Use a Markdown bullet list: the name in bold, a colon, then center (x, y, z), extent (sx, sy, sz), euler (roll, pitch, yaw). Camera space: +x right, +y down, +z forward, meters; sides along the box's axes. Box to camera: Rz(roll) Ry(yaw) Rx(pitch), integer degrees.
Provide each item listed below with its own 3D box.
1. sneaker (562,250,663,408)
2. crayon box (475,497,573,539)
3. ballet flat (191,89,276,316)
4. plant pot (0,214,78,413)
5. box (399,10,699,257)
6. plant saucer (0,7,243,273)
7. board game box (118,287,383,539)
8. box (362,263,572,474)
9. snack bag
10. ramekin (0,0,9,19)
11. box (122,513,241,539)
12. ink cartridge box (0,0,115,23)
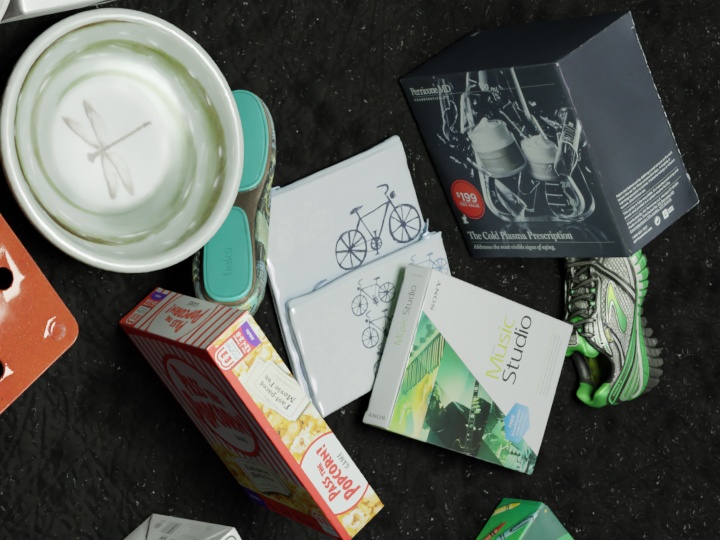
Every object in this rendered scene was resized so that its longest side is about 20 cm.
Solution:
- **sneaker**: center (0.222, 0.035, 1.766), extent (0.085, 0.078, 0.200), euler (-26, 107, -36)
- **crayon box**: center (0.169, 0.317, 1.734), extent (0.200, 0.058, 0.119), euler (52, 60, -27)
- **ballet flat**: center (-0.102, -0.045, 1.502), extent (0.074, 0.074, 0.200), euler (27, 55, -36)
- **plant pot**: center (-0.309, 0.030, 1.262), extent (0.200, 0.176, 0.200), euler (-47, 117, -30)
- **box**: center (0.160, -0.113, 1.636), extent (0.104, 0.200, 0.182), euler (-35, 111, -33)
- **plant saucer**: center (-0.186, -0.096, 1.435), extent (0.200, 0.050, 0.200), euler (4, 83, -32)
- **board game box**: center (-0.085, 0.109, 1.462), extent (0.046, 0.151, 0.200), euler (-43, 116, -20)
- **box**: center (0.098, 0.090, 1.673), extent (0.200, 0.036, 0.145), euler (20, 83, -42)
- **snack bag**: center (0.000, 0.000, 1.618), extent (0.188, 0.021, 0.200), euler (-25, 106, -36)
- **ramekin**: center (-0.323, -0.218, 1.249), extent (0.200, 0.105, 0.200), euler (-1, 95, -14)
- **box**: center (-0.105, 0.289, 1.470), extent (0.060, 0.117, 0.200), euler (-41, 115, -32)
- **ink cartridge box**: center (-0.201, -0.271, 1.410), extent (0.200, 0.084, 0.145), euler (-19, 101, -38)
